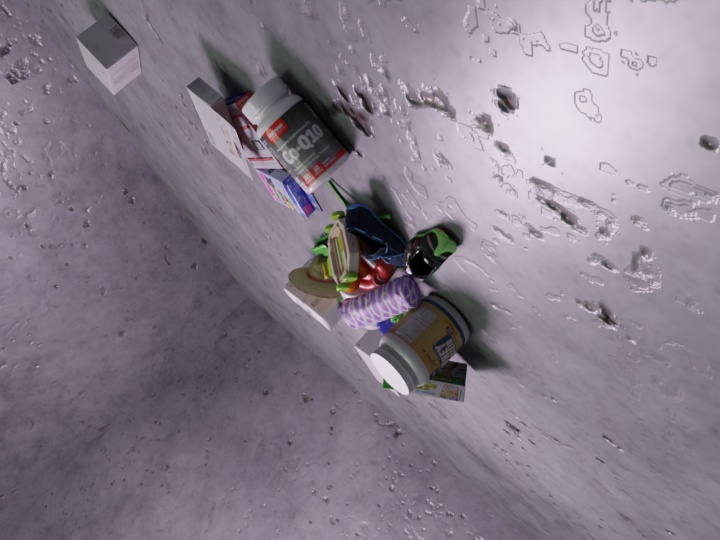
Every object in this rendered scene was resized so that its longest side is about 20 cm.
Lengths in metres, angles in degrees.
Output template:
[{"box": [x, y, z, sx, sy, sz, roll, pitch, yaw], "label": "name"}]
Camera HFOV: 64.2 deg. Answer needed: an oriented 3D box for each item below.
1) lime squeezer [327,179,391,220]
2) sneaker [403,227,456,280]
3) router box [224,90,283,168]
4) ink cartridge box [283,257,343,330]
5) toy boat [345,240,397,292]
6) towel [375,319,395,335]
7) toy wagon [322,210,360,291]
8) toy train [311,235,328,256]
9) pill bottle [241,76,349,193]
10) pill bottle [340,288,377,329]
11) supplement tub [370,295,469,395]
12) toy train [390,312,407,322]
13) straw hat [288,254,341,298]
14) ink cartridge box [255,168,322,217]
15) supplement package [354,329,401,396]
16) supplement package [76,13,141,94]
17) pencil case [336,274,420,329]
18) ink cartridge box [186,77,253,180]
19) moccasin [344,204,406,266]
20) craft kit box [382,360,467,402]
[{"box": [-0.006, -0.129, 1.247, 0.199, 0.038, 0.071, 35, 161, 37], "label": "lime squeezer"}, {"box": [0.115, -0.024, 1.112, 0.077, 0.084, 0.200, 45, 164, 2], "label": "sneaker"}, {"box": [-0.259, -0.330, 1.374, 0.180, 0.049, 0.199, 54, 162, -27], "label": "router box"}, {"box": [-0.126, 0.071, 1.846, 0.199, 0.145, 0.088, 34, 164, 31], "label": "ink cartridge box"}, {"box": [0.000, 0.000, 1.378, 0.130, 0.131, 0.200, 44, 164, 4], "label": "toy boat"}, {"box": [0.116, 0.134, 1.490, 0.146, 0.050, 0.201, -14, 129, 26], "label": "towel"}, {"box": [-0.047, -0.034, 1.295, 0.200, 0.039, 0.157, 127, 134, -65], "label": "toy wagon"}, {"box": [-0.094, -0.064, 1.599, 0.056, 0.042, 0.200, 30, 171, -11], "label": "toy train"}, {"box": [-0.124, -0.257, 1.092, 0.200, 0.114, 0.114, 48, 164, -10], "label": "pill bottle"}, {"box": [0.015, 0.077, 1.568, 0.112, 0.112, 0.201, 35, 161, 32], "label": "pill bottle"}, {"box": [0.134, 0.169, 1.309, 0.144, 0.200, 0.145, 42, 159, 20], "label": "supplement tub"}, {"box": [0.122, 0.140, 1.430, 0.201, 0.056, 0.042, 58, -162, -33], "label": "toy train"}, {"box": [-0.113, -0.002, 1.718, 0.200, 0.200, 0.086, 35, 120, 33], "label": "straw hat"}, {"box": [-0.191, -0.211, 1.516, 0.199, 0.042, 0.120, 28, 157, 43], "label": "ink cartridge box"}, {"box": [0.091, 0.278, 1.823, 0.119, 0.121, 0.201, 29, 158, 45], "label": "supplement package"}, {"box": [-0.743, -0.639, 1.711, 0.121, 0.120, 0.200, 47, 164, -10], "label": "supplement package"}, {"box": [0.045, 0.074, 1.346, 0.199, 0.086, 0.084, -21, 126, 33], "label": "pencil case"}, {"box": [-0.312, -0.327, 1.344, 0.173, 0.044, 0.201, 40, 162, 20], "label": "ink cartridge box"}, {"box": [0.028, -0.058, 1.206, 0.080, 0.069, 0.200, -8, 144, 46], "label": "moccasin"}, {"box": [0.166, 0.262, 1.435, 0.195, 0.049, 0.200, 5, -173, 11], "label": "craft kit box"}]
